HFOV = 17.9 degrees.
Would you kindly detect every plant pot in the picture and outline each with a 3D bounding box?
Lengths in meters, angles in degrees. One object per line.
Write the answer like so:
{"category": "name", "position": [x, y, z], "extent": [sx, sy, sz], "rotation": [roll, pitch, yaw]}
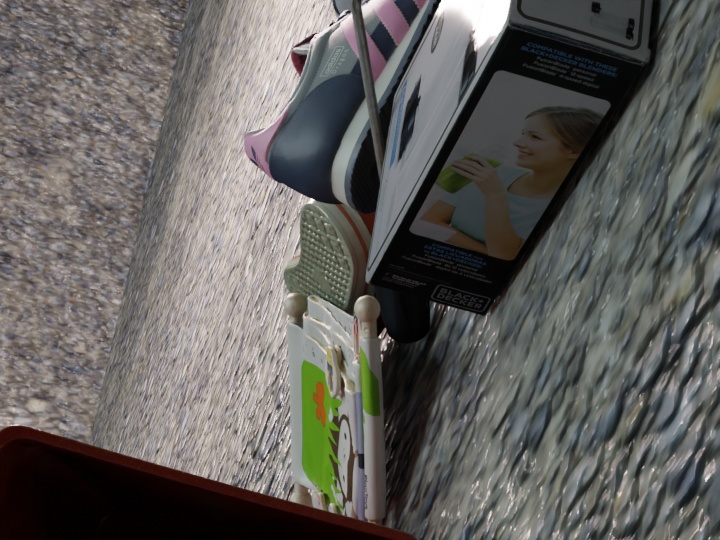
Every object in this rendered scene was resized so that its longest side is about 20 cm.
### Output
{"category": "plant pot", "position": [-0.090, 0.194, 1.079], "extent": [0.176, 0.199, 0.200], "rotation": [85, -159, -86]}

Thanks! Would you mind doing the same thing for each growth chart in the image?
{"category": "growth chart", "position": [-0.013, 0.081, 1.191], "extent": [0.200, 0.018, 0.145], "rotation": [-171, 78, -76]}

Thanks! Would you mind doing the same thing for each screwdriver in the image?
{"category": "screwdriver", "position": [0.009, -0.044, 1.098], "extent": [0.029, 0.028, 0.200], "rotation": [-42, -43, -30]}

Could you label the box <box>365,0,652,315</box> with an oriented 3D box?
{"category": "box", "position": [0.064, -0.083, 0.983], "extent": [0.200, 0.060, 0.117], "rotation": [119, 164, -55]}

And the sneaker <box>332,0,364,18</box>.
{"category": "sneaker", "position": [0.064, -0.210, 1.260], "extent": [0.087, 0.074, 0.201], "rotation": [21, 86, 46]}

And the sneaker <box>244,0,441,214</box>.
{"category": "sneaker", "position": [0.010, -0.122, 1.166], "extent": [0.200, 0.082, 0.070], "rotation": [-59, -31, -28]}

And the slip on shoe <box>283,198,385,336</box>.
{"category": "slip on shoe", "position": [0.000, 0.000, 1.254], "extent": [0.061, 0.074, 0.200], "rotation": [-32, -16, -17]}
